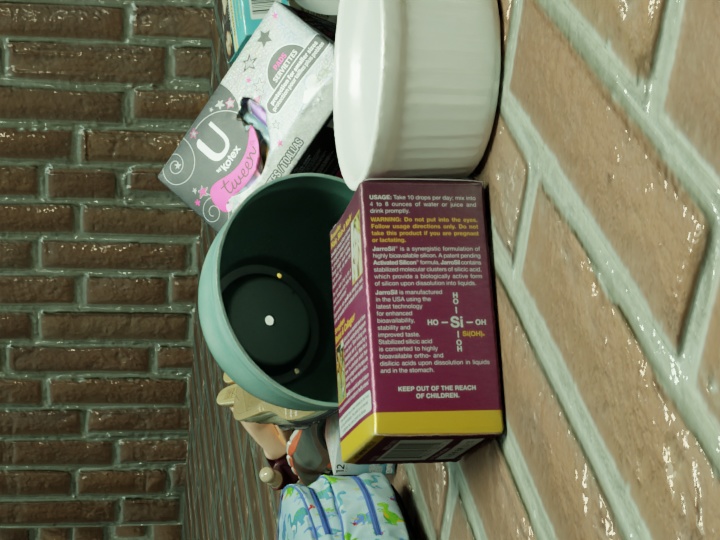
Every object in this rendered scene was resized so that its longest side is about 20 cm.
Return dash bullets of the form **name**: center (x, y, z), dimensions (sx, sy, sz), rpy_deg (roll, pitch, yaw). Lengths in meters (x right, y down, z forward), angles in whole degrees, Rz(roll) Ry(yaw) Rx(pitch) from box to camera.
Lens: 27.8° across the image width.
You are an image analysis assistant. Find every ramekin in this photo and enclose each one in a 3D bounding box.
- **ramekin**: center (0.042, -0.163, 1.155), dimensions (0.200, 0.097, 0.201), rpy_deg (-179, 90, -78)

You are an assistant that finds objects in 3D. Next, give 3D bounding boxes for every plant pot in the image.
- **plant pot**: center (-0.057, 0.032, 1.255), dimensions (0.134, 0.200, 0.201), rpy_deg (-30, 58, 57)

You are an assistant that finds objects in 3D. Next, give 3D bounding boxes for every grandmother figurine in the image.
- **grandmother figurine**: center (-0.091, 0.199, 1.663), dimensions (0.200, 0.060, 0.121), rpy_deg (57, -144, -32)

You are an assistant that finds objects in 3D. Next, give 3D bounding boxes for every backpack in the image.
- **backpack**: center (-0.006, 0.268, 1.318), dimensions (0.200, 0.153, 0.164), rpy_deg (-83, -6, -58)

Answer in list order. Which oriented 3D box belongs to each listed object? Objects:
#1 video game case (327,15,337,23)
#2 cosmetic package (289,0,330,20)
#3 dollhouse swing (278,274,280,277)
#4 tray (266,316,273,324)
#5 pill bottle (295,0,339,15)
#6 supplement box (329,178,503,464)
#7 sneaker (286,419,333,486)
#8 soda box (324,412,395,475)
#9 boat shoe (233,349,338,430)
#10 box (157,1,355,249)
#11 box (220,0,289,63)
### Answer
- **video game case**: center (-0.025, -0.206, 1.485), dimensions (0.182, 0.024, 0.200), rpy_deg (-57, 20, 14)
- **cosmetic package**: center (-0.052, -0.273, 1.624), dimensions (0.073, 0.103, 0.201), rpy_deg (-141, 51, -74)
- **dollhouse swing**: center (-0.131, -0.022, 1.785), dimensions (0.176, 0.181, 0.200), rpy_deg (43, -154, -40)
- **tray**: center (-0.065, 0.072, 1.546), dimensions (0.200, 0.107, 0.022), rpy_deg (47, 175, 48)
- **pill bottle**: center (-0.027, -0.365, 1.458), dimensions (0.110, 0.109, 0.201), rpy_deg (113, 159, -62)
- **supplement box**: center (0.040, 0.043, 1.138), dimensions (0.131, 0.103, 0.201), rpy_deg (125, 143, -71)
- **sneaker**: center (-0.031, 0.196, 1.571), dimensions (0.082, 0.077, 0.200), rpy_deg (56, 159, 37)
- **soda box**: center (0.008, 0.099, 1.397), dimensions (0.068, 0.063, 0.201), rpy_deg (-108, 22, -59)
- **boat shoe**: center (-0.056, 0.118, 1.398), dimensions (0.200, 0.065, 0.072), rpy_deg (-21, 58, 57)
- **box**: center (-0.069, -0.129, 1.342), dimensions (0.200, 0.115, 0.132), rpy_deg (-55, -21, 14)
- **box**: center (-0.110, -0.269, 1.500), dimensions (0.200, 0.049, 0.083), rpy_deg (178, 85, -80)
